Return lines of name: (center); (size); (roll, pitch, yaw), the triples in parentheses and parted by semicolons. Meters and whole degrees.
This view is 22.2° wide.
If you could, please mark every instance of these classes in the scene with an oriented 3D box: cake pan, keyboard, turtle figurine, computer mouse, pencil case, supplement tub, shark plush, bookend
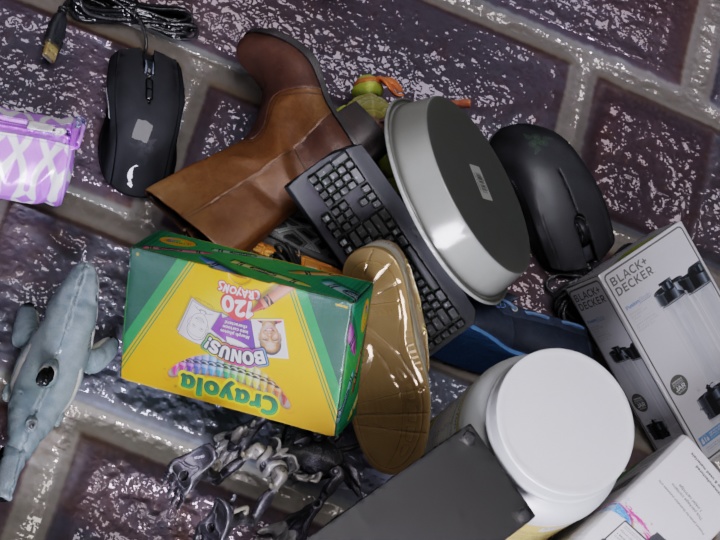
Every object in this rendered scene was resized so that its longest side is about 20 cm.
cake pan: (0.090, -0.068, 1.612); (0.200, 0.036, 0.201); (48, 27, -33)
keyboard: (0.000, 0.000, 1.572); (0.127, 0.021, 0.201); (-34, 108, 6)
turtle figurine: (0.018, -0.118, 1.701); (0.198, 0.064, 0.163); (4, 67, -18)
computer mouse: (-0.219, -0.170, 1.649); (0.139, 0.046, 0.202); (14, 65, -15)
pencil case: (-0.335, -0.110, 1.563); (0.198, 0.086, 0.085); (9, 64, -15)
supplement tub: (0.134, 0.156, 1.553); (0.144, 0.200, 0.147); (7, 66, -17)
computer mouse: (0.198, -0.062, 1.749); (0.138, 0.053, 0.201); (-30, 81, -26)
shark plush: (-0.268, 0.089, 1.505); (0.090, 0.083, 0.201); (33, 62, -4)
bookend: (0.007, 0.240, 1.480); (0.198, 0.200, 0.092); (-32, 81, -31)

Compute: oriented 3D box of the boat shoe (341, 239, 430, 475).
boat shoe: (0.029, 0.070, 1.552); (0.073, 0.069, 0.202); (0, 106, 16)

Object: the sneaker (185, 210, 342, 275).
sneaker: (-0.053, -0.017, 1.631); (0.198, 0.078, 0.078); (26, 55, -8)

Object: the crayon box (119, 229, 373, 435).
crayon box: (-0.095, 0.050, 1.519); (0.198, 0.120, 0.058); (13, 20, 15)

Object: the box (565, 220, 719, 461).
box: (0.291, 0.071, 1.704); (0.116, 0.060, 0.201); (-29, 91, -27)

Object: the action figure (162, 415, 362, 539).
action figure: (-0.080, 0.172, 1.533); (0.199, 0.102, 0.119); (-14, 63, -51)

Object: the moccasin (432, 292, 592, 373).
moccasin: (0.121, 0.054, 1.671); (0.199, 0.080, 0.069); (23, 57, -25)

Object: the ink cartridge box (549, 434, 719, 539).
ink cartridge box: (0.212, 0.248, 1.574); (0.200, 0.145, 0.084); (-38, 84, -28)

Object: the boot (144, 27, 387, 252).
boot: (-0.106, -0.109, 1.623); (0.199, 0.069, 0.189); (-35, 72, -22)
